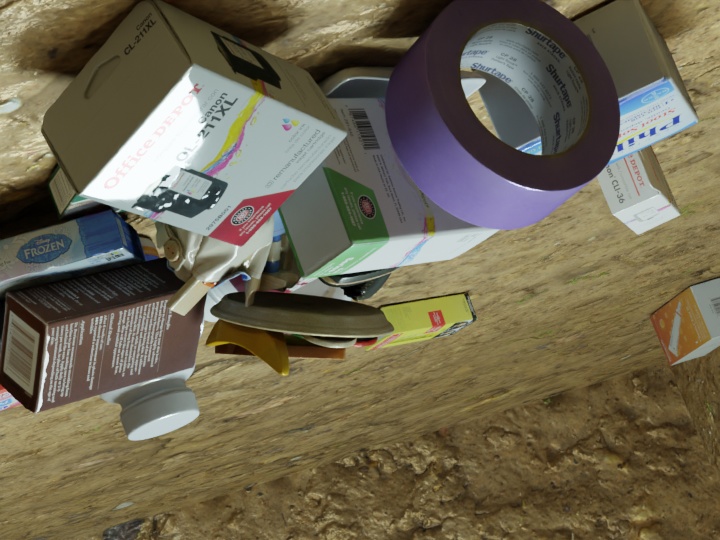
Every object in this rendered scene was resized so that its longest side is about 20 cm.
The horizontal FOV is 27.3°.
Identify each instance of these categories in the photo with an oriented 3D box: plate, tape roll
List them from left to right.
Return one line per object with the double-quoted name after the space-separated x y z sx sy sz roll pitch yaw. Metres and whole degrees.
-0.006 -0.150 1.458 0.199 0.033 0.199 -6 159 -44 "plate"
0.127 -0.144 1.330 0.199 0.201 0.085 -12 163 -31 "tape roll"

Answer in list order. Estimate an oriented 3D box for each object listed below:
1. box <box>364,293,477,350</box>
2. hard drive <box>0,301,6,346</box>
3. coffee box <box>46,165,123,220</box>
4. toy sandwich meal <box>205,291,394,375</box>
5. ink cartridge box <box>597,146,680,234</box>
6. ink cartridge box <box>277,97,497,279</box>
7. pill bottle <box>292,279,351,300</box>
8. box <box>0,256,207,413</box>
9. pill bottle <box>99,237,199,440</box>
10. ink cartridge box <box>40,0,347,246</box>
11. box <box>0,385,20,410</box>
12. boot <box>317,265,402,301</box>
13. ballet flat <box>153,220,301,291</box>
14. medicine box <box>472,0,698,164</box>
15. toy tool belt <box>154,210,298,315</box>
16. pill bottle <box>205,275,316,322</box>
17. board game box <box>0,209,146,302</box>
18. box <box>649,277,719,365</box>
0.093 0.082 2.394 0.199 0.050 0.075 -7 160 -43 "box"
-0.394 0.067 1.509 0.134 0.043 0.200 -15 177 -14 "hard drive"
-0.193 -0.109 1.321 0.122 0.044 0.200 -11 162 -34 "coffee box"
-0.065 0.066 1.481 0.204 0.071 0.205 6 -175 -1 "toy sandwich meal"
0.336 -0.124 1.859 0.067 0.117 0.200 -24 164 16 "ink cartridge box"
0.018 -0.081 1.389 0.199 0.146 0.084 -7 161 -43 "ink cartridge box"
-0.067 0.042 1.909 0.110 0.111 0.200 -19 166 -8 "pill bottle"
-0.249 0.058 1.446 0.199 0.075 0.101 -13 124 -44 "box"
-0.244 0.075 1.604 0.111 0.201 0.112 -19 165 -5 "pill bottle"
-0.131 -0.112 1.190 0.146 0.083 0.200 -45 148 19 "ink cartridge box"
-0.431 0.107 1.661 0.199 0.100 0.096 -18 165 -15 "box"
0.000 0.000 1.497 0.200 0.077 0.139 -31 161 -48 "boot"
-0.134 -0.049 1.504 0.199 0.070 0.069 30 137 -27 "ballet flat"
0.239 -0.180 1.548 0.181 0.104 0.200 -25 164 17 "medicine box"
-0.110 -0.029 1.425 0.200 0.124 0.124 -16 126 -54 "toy tool belt"
-0.101 -0.024 1.624 0.199 0.110 0.109 -28 164 25 "pill bottle"
-0.318 -0.004 1.445 0.198 0.044 0.200 -17 176 -3 "board game box"
0.737 0.112 3.248 0.097 0.125 0.200 -15 164 -21 "box"
